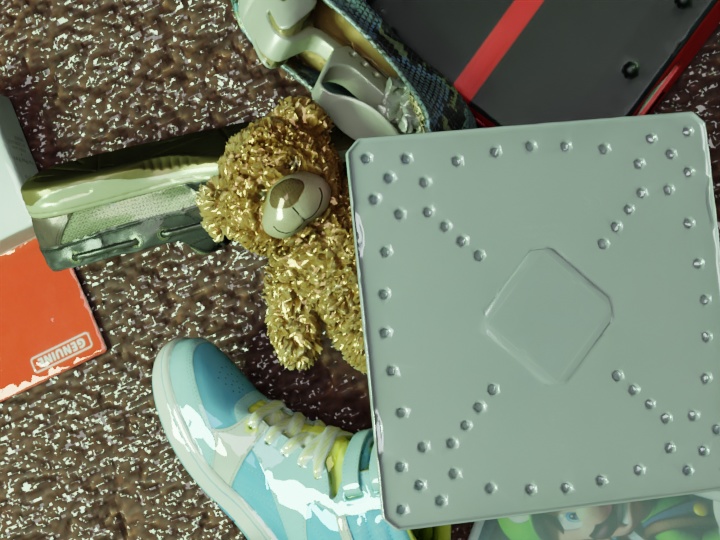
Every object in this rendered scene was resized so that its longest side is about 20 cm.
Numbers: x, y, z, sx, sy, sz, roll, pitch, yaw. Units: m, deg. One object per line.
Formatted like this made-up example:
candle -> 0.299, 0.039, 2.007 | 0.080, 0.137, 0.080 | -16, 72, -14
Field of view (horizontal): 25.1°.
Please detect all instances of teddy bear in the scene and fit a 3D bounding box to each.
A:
teddy bear -> 0.000, 0.000, 0.902 | 0.144, 0.067, 0.201 | -19, 114, 17

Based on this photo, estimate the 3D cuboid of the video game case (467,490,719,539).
video game case -> 0.137, 0.183, 0.868 | 0.180, 0.023, 0.202 | 13, 67, 23

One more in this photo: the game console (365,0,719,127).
game console -> 0.120, -0.173, 0.940 | 0.176, 0.031, 0.201 | 38, 95, 15

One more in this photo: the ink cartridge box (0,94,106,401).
ink cartridge box -> -0.279, 0.009, 1.001 | 0.198, 0.044, 0.175 | -25, 82, 9

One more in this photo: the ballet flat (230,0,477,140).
ballet flat -> -0.019, -0.126, 0.934 | 0.199, 0.074, 0.075 | 39, 95, 12

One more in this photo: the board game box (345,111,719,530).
board game box -> 0.097, 0.024, 0.857 | 0.197, 0.026, 0.203 | -5, 87, -10

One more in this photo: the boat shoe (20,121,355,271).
boat shoe -> -0.098, -0.043, 0.959 | 0.198, 0.072, 0.067 | -10, 112, -2

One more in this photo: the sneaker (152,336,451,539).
sneaker -> -0.022, 0.100, 0.912 | 0.130, 0.079, 0.201 | -36, 91, 32
